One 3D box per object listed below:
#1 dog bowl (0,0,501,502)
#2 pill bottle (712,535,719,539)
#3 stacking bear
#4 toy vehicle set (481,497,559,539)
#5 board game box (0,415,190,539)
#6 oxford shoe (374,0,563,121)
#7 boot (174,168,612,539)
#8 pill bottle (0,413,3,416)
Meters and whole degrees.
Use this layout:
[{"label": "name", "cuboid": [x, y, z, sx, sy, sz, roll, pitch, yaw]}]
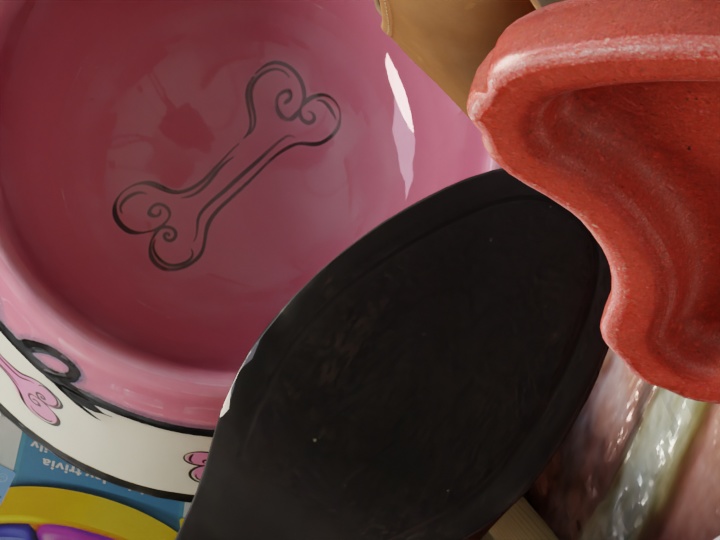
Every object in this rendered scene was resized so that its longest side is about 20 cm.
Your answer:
[{"label": "dog bowl", "cuboid": [-0.039, -0.036, 0.755, 0.074, 0.199, 0.202, 111, 169, -75]}, {"label": "pill bottle", "cuboid": [0.058, 0.139, 0.480, 0.200, 0.113, 0.115, 125, 153, -48]}, {"label": "stacking bear", "cuboid": [0.106, -0.089, 0.525, 0.113, 0.122, 0.201, -4, 54, 27]}, {"label": "toy vehicle set", "cuboid": [0.012, 0.162, 0.747, 0.124, 0.026, 0.201, -134, 60, -70]}, {"label": "board game box", "cuboid": [-0.105, 0.141, 0.873, 0.201, 0.150, 0.047, -87, 16, -53]}, {"label": "oxford shoe", "cuboid": [0.044, -0.058, 0.608, 0.200, 0.071, 0.072, 57, -137, -56]}, {"label": "boot", "cuboid": [0.014, 0.051, 0.638, 0.189, 0.068, 0.200, -61, -10, 11]}, {"label": "pill bottle", "cuboid": [-0.087, 0.022, 0.984, 0.111, 0.110, 0.201, -100, 12, -53]}]
